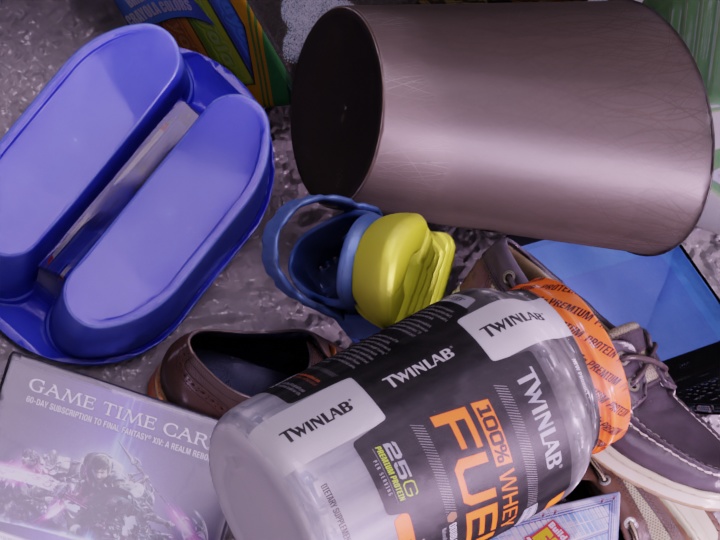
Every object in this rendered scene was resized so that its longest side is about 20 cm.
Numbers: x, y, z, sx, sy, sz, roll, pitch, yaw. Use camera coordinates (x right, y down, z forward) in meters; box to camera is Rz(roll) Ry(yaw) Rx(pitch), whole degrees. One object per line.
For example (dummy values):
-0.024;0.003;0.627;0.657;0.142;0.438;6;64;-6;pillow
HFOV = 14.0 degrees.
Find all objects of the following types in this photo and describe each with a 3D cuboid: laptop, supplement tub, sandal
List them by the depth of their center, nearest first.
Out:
0.032;0.088;1.506;0.199;0.123;0.123;-27;72;-22;supplement tub
0.000;0.000;1.609;0.087;0.200;0.080;16;78;12;sandal
0.216;0.019;1.705;0.177;0.199;0.104;-15;103;-55;laptop

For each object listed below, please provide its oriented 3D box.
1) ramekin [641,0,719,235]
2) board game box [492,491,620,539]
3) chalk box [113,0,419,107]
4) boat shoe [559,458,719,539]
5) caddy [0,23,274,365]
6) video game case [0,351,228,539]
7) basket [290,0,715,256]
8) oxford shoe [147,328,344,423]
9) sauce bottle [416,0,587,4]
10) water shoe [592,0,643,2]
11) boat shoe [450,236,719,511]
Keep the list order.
0.256;-0.095;1.776;0.199;0.200;0.098;17;64;-9;ramekin
0.077;0.214;1.585;0.199;0.062;0.201;-25;71;-14;board game box
-0.080;-0.208;1.711;0.125;0.124;0.201;-44;115;-33;chalk box
0.123;0.105;1.684;0.075;0.075;0.203;-35;77;-26;boat shoe
-0.135;-0.043;1.652;0.141;0.105;0.200;38;77;4;caddy
-0.149;0.156;1.575;0.142;0.019;0.201;19;64;-8;video game case
0.072;-0.088;1.661;0.199;0.137;0.181;3;33;-28;basket
-0.016;0.076;1.650;0.199;0.073;0.072;9;58;-14;oxford shoe
0.061;-0.186;1.775;0.066;0.199;0.066;13;75;-58;sauce bottle
0.213;-0.174;1.877;0.199;0.072;0.079;4;58;-17;water shoe
0.134;0.056;1.614;0.200;0.065;0.072;38;25;22;boat shoe
